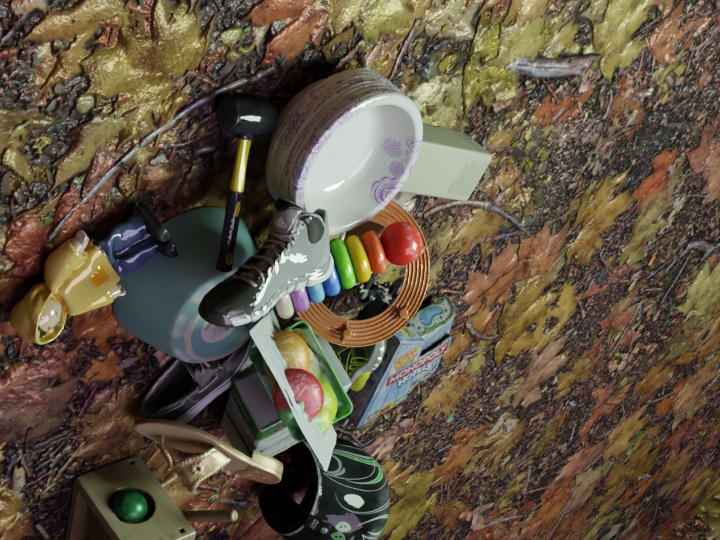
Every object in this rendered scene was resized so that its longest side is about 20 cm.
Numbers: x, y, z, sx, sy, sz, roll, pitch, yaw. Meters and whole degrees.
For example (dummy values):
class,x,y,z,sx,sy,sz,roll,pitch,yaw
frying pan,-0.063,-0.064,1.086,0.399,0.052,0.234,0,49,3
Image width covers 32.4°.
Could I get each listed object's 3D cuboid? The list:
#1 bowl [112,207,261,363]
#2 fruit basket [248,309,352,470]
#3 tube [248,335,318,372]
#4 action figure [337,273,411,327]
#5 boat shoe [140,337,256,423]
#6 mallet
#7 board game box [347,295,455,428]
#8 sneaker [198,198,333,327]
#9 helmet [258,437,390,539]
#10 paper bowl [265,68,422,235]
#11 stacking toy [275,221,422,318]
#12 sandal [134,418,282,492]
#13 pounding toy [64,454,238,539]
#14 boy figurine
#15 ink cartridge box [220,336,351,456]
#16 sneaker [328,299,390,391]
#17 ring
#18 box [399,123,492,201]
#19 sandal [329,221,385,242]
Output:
class,x,y,z,sx,sy,sz,roll,pitch,yaw
bowl,-0.190,0.034,1.514,0.200,0.105,0.202,-30,144,-25
fruit basket,-0.083,0.144,1.513,0.093,0.187,0.200,-28,-176,11
tube,-0.109,0.120,1.761,0.199,0.058,0.053,-15,98,-44
action figure,0.027,0.011,1.732,0.102,0.119,0.199,-45,143,11
boat shoe,-0.209,0.132,1.628,0.200,0.072,0.071,-49,152,8
mallet,-0.148,-0.100,1.408,0.065,0.041,0.202,10,97,-48
board game box,0.069,0.128,1.932,0.199,0.062,0.201,-27,151,-28
sneaker,-0.107,-0.022,1.398,0.199,0.075,0.117,-30,135,-44
helmet,-0.045,0.364,1.980,0.190,0.200,0.201,22,109,-38
paper bowl,-0.029,-0.151,1.498,0.200,0.104,0.202,-29,143,-25
stacking toy,-0.018,-0.009,1.533,0.198,0.086,0.086,-18,143,-5
sandal,-0.203,0.261,1.631,0.210,0.070,0.078,22,149,-20
pounding toy,-0.288,0.358,1.678,0.141,0.184,0.201,-16,137,-39
boy figurine,-0.306,0.004,1.387,0.199,0.064,0.125,-37,148,-17
ink cartridge box,-0.108,0.186,1.715,0.146,0.084,0.200,-26,164,-22
sneaker,-0.014,0.103,1.709,0.201,0.084,0.075,114,-10,-52
ring,0.000,0.000,1.601,0.198,0.019,0.203,-2,97,-18
box,0.085,-0.150,1.664,0.199,0.068,0.083,6,121,-51
sandal,-0.053,-0.050,1.612,0.211,0.077,0.070,-31,130,-20
